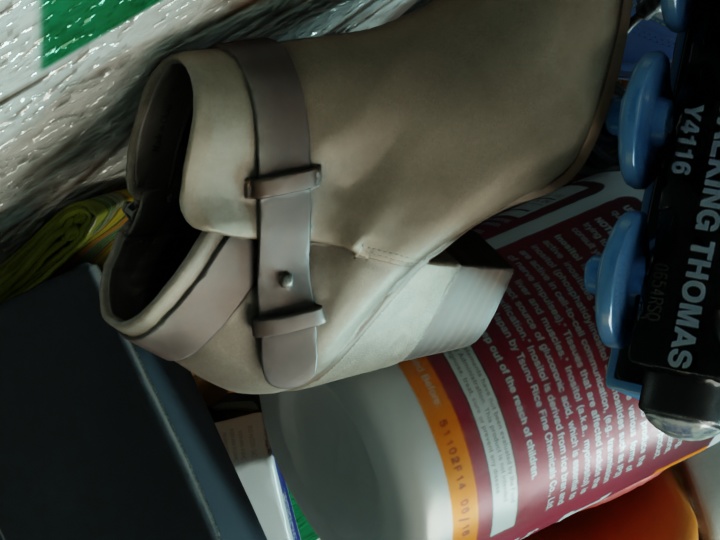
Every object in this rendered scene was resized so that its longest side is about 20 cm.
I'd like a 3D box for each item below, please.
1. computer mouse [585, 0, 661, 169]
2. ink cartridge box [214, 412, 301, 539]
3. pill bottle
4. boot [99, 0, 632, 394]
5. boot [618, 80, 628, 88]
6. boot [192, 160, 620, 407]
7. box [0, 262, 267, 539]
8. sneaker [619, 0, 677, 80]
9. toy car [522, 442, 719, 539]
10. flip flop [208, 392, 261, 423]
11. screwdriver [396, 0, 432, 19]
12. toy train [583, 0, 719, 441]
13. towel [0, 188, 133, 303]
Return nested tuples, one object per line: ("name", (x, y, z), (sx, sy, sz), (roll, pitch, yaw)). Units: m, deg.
("computer mouse", (0.124, -0.126, 1.011), (0.200, 0.044, 0.110), (-41, 132, 19))
("ink cartridge box", (-0.110, 0.169, 1.140), (0.199, 0.200, 0.041), (-13, -154, 2))
("pill bottle", (0.072, 0.031, 1.048), (0.200, 0.113, 0.113), (-23, 166, -24))
("boot", (0.000, -0.051, 0.909), (0.146, 0.070, 0.201), (8, 104, -37))
("boot", (0.172, -0.025, 1.270), (0.074, 0.201, 0.155), (1, 154, -47))
("boot", (0.000, 0.000, 1.114), (0.200, 0.069, 0.188), (-45, 168, 32))
("box", (-0.146, 0.095, 0.976), (0.200, 0.107, 0.148), (-27, 170, 2))
("sneaker", (0.151, -0.117, 1.102), (0.074, 0.083, 0.200), (-5, 177, -36))
("toy car", (0.074, 0.067, 1.180), (0.175, 0.201, 0.150), (-19, 163, -5))
("flip flop", (-0.097, 0.094, 1.181), (0.199, 0.058, 0.081), (-16, -176, 13))
("screwdriver", (0.017, -0.084, 0.975), (0.200, 0.028, 0.029), (-37, 141, 4))
("toy train", (0.132, -0.039, 0.949), (0.114, 0.086, 0.201), (25, 76, -70))
("towel", (-0.071, -0.011, 1.051), (0.086, 0.018, 0.200), (-39, 170, 29))
